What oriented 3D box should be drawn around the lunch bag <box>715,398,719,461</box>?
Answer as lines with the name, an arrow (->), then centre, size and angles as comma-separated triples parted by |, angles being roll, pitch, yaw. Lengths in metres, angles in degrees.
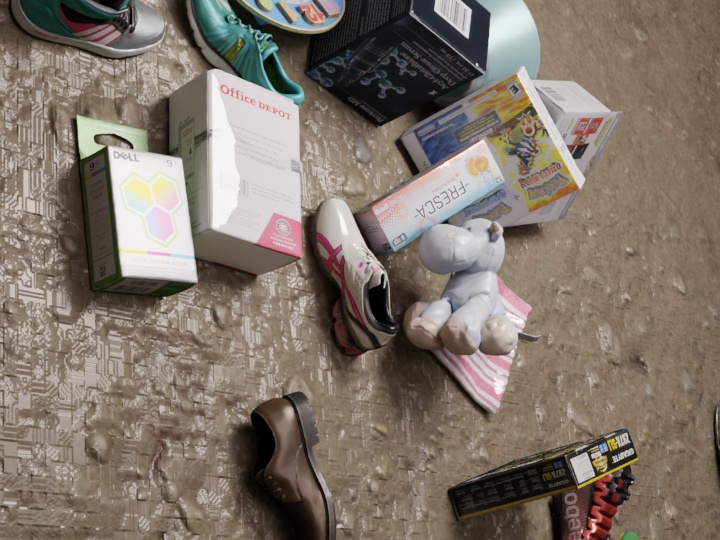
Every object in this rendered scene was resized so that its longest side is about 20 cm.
lunch bag -> 0.699, 0.298, 2.315 | 0.199, 0.139, 0.169 | 30, 37, -37

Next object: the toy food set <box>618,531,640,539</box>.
toy food set -> 0.396, 0.488, 1.957 | 0.198, 0.048, 0.201 | 43, 47, -27

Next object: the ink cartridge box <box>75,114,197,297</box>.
ink cartridge box -> -0.246, -0.077, 1.481 | 0.103, 0.059, 0.203 | 7, 69, -46

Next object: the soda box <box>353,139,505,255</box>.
soda box -> 0.093, -0.097, 1.802 | 0.199, 0.063, 0.069 | -32, 98, -22

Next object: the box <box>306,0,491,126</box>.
box -> 0.050, -0.303, 1.798 | 0.148, 0.199, 0.108 | 31, 53, -34

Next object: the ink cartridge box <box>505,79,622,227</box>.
ink cartridge box -> 0.270, -0.171, 1.981 | 0.174, 0.201, 0.084 | -7, 42, -49

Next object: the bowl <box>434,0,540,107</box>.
bowl -> 0.145, -0.309, 1.916 | 0.105, 0.200, 0.203 | -33, 99, -42

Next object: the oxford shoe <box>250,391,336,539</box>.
oxford shoe -> -0.083, 0.245, 1.529 | 0.084, 0.073, 0.203 | -11, 80, -32

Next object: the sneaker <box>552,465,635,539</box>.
sneaker -> 0.309, 0.352, 1.906 | 0.071, 0.097, 0.203 | 36, 72, -48

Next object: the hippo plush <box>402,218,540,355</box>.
hippo plush -> 0.151, 0.017, 1.750 | 0.197, 0.159, 0.163 | -1, 99, -24

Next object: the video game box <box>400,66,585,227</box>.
video game box -> 0.182, -0.155, 1.879 | 0.183, 0.199, 0.047 | 57, 28, -12

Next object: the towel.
towel -> 0.169, 0.081, 1.897 | 0.146, 0.030, 0.201 | 45, 46, -24

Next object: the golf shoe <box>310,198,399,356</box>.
golf shoe -> 0.000, 0.000, 1.697 | 0.072, 0.092, 0.203 | -6, 77, -47

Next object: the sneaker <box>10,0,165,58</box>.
sneaker -> -0.272, -0.300, 1.501 | 0.199, 0.120, 0.085 | -1, 74, -48

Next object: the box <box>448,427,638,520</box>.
box -> 0.238, 0.265, 1.762 | 0.159, 0.199, 0.050 | -14, 82, -50

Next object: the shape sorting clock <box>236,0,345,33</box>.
shape sorting clock -> -0.105, -0.385, 1.753 | 0.198, 0.039, 0.202 | 22, 48, -25

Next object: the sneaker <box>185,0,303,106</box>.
sneaker -> -0.139, -0.276, 1.671 | 0.201, 0.079, 0.078 | 54, 42, -15

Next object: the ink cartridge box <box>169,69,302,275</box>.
ink cartridge box -> -0.146, -0.113, 1.589 | 0.146, 0.082, 0.203 | 17, 62, -42
